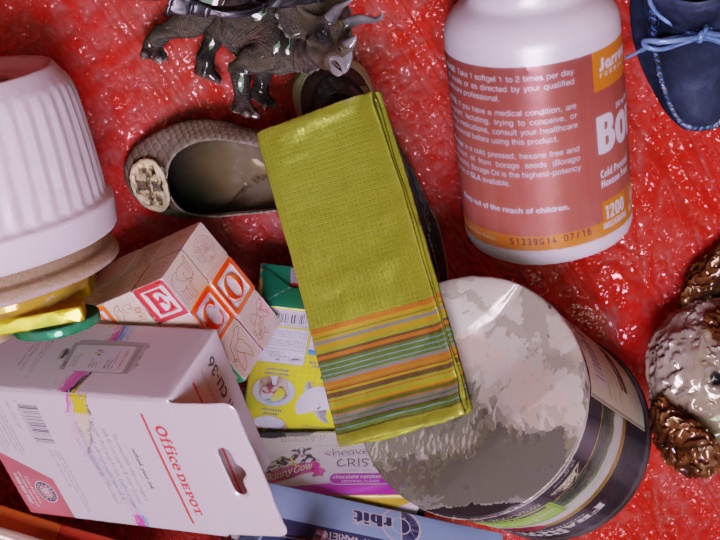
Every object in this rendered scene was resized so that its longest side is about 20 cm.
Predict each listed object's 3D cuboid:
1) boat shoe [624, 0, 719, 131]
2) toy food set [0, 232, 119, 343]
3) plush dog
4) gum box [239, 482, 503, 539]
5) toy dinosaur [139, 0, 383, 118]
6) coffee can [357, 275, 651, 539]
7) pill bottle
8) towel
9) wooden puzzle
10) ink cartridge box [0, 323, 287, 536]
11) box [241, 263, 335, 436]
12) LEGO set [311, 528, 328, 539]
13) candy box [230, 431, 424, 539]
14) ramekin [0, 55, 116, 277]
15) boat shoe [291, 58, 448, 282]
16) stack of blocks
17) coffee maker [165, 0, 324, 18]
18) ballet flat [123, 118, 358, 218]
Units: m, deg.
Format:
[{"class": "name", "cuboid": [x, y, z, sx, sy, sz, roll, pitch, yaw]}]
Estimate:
[{"class": "boat shoe", "cuboid": [0.202, -0.176, 1.025, 0.084, 0.069, 0.201, -16, 116, 4]}, {"class": "toy food set", "cuboid": [-0.248, 0.009, 1.014, 0.198, 0.198, 0.049, -8, 105, -2]}, {"class": "plush dog", "cuboid": [0.279, 0.077, 1.117, 0.170, 0.201, 0.161, 18, 150, -1]}, {"class": "gum box", "cuboid": [-0.015, 0.238, 1.123, 0.169, 0.045, 0.201, 14, 133, -13]}, {"class": "toy dinosaur", "cuboid": [-0.078, -0.162, 1.020, 0.199, 0.077, 0.103, 32, 110, 18]}, {"class": "coffee can", "cuboid": [0.098, 0.095, 1.052, 0.145, 0.200, 0.148, -5, 76, 20]}, {"class": "pill bottle", "cuboid": [0.111, -0.115, 1.025, 0.111, 0.112, 0.201, -8, 116, 0]}, {"class": "towel", "cuboid": [0.000, 0.000, 0.969, 0.085, 0.018, 0.202, -17, 85, 16]}, {"class": "wooden puzzle", "cuboid": [-0.219, 0.193, 1.135, 0.199, 0.185, 0.037, 25, 72, -12]}, {"class": "ink cartridge box", "cuboid": [-0.134, 0.097, 1.010, 0.199, 0.068, 0.117, 2, 131, 28]}, {"class": "box", "cuboid": [-0.025, 0.088, 1.129, 0.116, 0.049, 0.201, 6, 130, -7]}, {"class": "LEGO set", "cuboid": [-0.038, 0.241, 1.046, 0.153, 0.116, 0.200, -4, 138, 48]}, {"class": "candy box", "cuboid": [-0.023, 0.200, 1.161, 0.135, 0.061, 0.201, -1, 134, -1]}, {"class": "ramekin", "cuboid": [-0.255, -0.063, 0.986, 0.198, 0.200, 0.106, -8, 105, 1]}, {"class": "boat shoe", "cuboid": [0.006, -0.044, 1.078, 0.073, 0.065, 0.201, -23, 115, 7]}, {"class": "stack of blocks", "cuboid": [-0.148, 0.056, 1.071, 0.199, 0.059, 0.115, -21, 117, 39]}, {"class": "coffee maker", "cuboid": [-0.043, -0.259, 0.902, 0.134, 0.192, 0.201, 5, 116, -11]}, {"class": "ballet flat", "cuboid": [-0.072, -0.060, 1.038, 0.199, 0.046, 0.068, 2, 121, 26]}]
